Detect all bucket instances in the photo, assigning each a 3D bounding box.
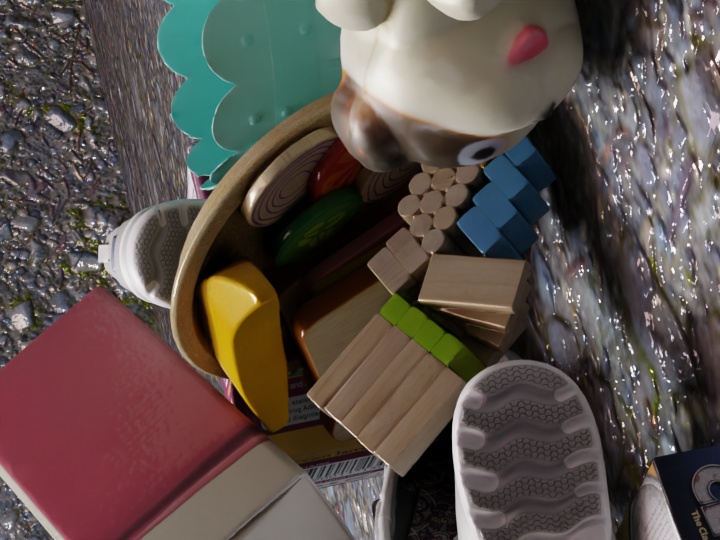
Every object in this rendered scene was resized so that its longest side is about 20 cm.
[{"bbox_3d":[-0.038,-0.152,0.937,0.207,0.134,0.209,170,90,-78],"label":"bucket"}]

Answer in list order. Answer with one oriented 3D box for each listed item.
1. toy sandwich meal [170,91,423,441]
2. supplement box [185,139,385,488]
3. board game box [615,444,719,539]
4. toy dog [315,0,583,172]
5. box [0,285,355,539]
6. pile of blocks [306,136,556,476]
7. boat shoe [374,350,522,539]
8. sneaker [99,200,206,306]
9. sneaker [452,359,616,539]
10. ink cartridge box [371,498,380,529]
[{"bbox_3d":[0.000,0.000,0.821,0.070,0.204,0.206,48,153,29],"label":"toy sandwich meal"},{"bbox_3d":[-0.025,0.022,1.040,0.103,0.130,0.202,112,147,-69],"label":"supplement box"},{"bbox_3d":[0.128,0.173,0.669,0.201,0.034,0.136,99,158,-58],"label":"board game box"},{"bbox_3d":[0.015,-0.133,0.660,0.193,0.139,0.201,4,124,51],"label":"toy dog"},{"bbox_3d":[-0.098,0.121,0.893,0.200,0.109,0.128,37,163,42],"label":"box"},{"bbox_3d":[0.051,0.000,0.746,0.062,0.082,0.201,43,-118,-49],"label":"pile of blocks"},{"bbox_3d":[0.042,0.085,0.777,0.200,0.071,0.069,-63,-33,-51],"label":"boat shoe"},{"bbox_3d":[-0.046,-0.008,0.936,0.082,0.199,0.075,7,87,57],"label":"sneaker"},{"bbox_3d":[0.075,0.129,0.674,0.082,0.074,0.202,-61,-31,-82],"label":"sneaker"},{"bbox_3d":[0.071,0.216,0.860,0.145,0.083,0.202,-162,63,-79],"label":"ink cartridge box"}]
